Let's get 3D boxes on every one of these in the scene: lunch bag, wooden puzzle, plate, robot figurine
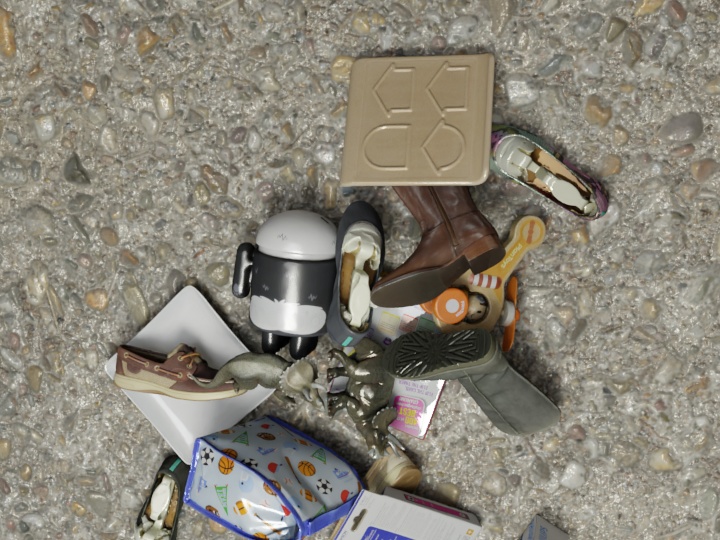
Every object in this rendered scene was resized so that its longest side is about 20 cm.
[{"bbox_3d":[-0.113,0.300,1.414,0.200,0.170,0.124,20,107,28],"label":"lunch bag"},{"bbox_3d":[0.077,-0.192,1.345,0.199,0.046,0.186,-1,71,17],"label":"wooden puzzle"},{"bbox_3d":[-0.248,0.153,1.517,0.200,0.032,0.200,-42,88,16],"label":"plate"},{"bbox_3d":[-0.088,0.017,1.411,0.150,0.125,0.201,0,103,-25],"label":"robot figurine"}]

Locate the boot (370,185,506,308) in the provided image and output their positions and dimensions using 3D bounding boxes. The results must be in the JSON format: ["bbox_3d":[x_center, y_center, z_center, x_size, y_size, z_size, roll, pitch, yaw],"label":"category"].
[{"bbox_3d":[0.069,-0.060,1.328,0.186,0.064,0.200,-21,54,-5],"label":"boot"}]

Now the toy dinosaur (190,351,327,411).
[{"bbox_3d":[-0.130,0.138,1.389,0.199,0.102,0.077,15,62,10],"label":"toy dinosaur"}]

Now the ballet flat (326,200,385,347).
[{"bbox_3d":[0.000,0.000,1.333,0.073,0.073,0.201,6,76,12],"label":"ballet flat"}]

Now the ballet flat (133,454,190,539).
[{"bbox_3d":[-0.308,0.373,1.551,0.068,0.068,0.201,18,103,9],"label":"ballet flat"}]

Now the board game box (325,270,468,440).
[{"bbox_3d":[0.054,0.117,1.436,0.153,0.040,0.201,22,104,9],"label":"board game box"}]

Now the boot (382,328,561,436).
[{"bbox_3d":[0.149,0.153,1.368,0.181,0.200,0.073,-4,59,34],"label":"boot"}]

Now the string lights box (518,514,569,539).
[{"bbox_3d":[0.211,0.448,1.425,0.059,0.103,0.200,33,106,6],"label":"string lights box"}]

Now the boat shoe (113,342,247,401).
[{"bbox_3d":[-0.257,0.140,1.466,0.199,0.072,0.072,6,98,14],"label":"boat shoe"}]

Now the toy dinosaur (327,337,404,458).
[{"bbox_3d":[0.006,0.152,1.397,0.102,0.077,0.201,0,89,-4],"label":"toy dinosaur"}]

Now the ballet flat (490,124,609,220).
[{"bbox_3d":[0.235,-0.128,1.335,0.200,0.071,0.069,33,106,6],"label":"ballet flat"}]

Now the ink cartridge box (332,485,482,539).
[{"bbox_3d":[0.064,0.361,1.434,0.200,0.037,0.095,22,107,-24],"label":"ink cartridge box"}]

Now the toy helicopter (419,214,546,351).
[{"bbox_3d":[0.180,0.015,1.353,0.132,0.079,0.200,40,86,-16],"label":"toy helicopter"}]

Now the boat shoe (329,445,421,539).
[{"bbox_3d":[0.010,0.340,1.479,0.200,0.071,0.065,-52,50,14],"label":"boat shoe"}]
